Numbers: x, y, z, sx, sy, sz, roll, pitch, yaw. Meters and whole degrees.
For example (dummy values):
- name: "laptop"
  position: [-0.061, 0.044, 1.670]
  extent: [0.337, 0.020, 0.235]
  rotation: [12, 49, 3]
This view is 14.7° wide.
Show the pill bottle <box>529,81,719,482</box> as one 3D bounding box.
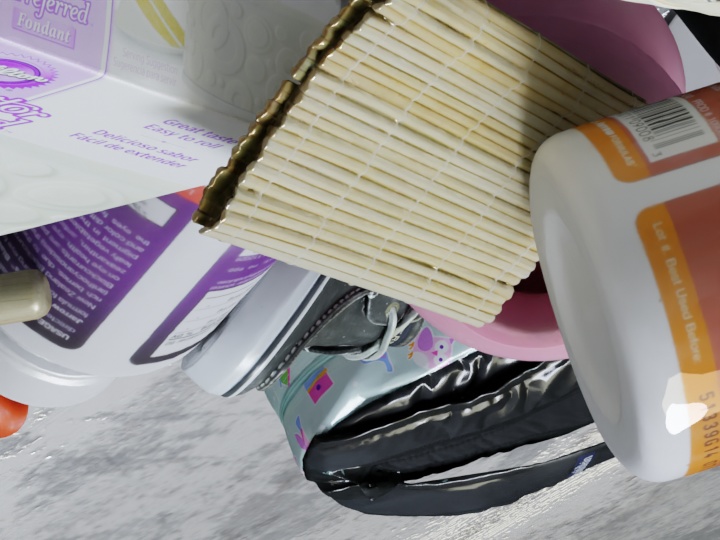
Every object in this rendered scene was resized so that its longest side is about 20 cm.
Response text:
- name: "pill bottle"
  position: [0.161, -0.015, 0.858]
  extent: [0.199, 0.113, 0.112]
  rotation: [-17, 160, -6]

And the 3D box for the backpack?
- name: "backpack"
  position: [0.050, 0.030, 1.310]
  extent: [0.199, 0.127, 0.167]
  rotation: [-22, 149, -2]

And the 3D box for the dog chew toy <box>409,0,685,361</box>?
- name: "dog chew toy"
  position: [0.067, -0.059, 1.030]
  extent: [0.124, 0.200, 0.125]
  rotation: [3, 127, 5]

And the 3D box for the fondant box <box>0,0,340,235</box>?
- name: "fondant box"
  position: [-0.125, -0.060, 0.832]
  extent: [0.199, 0.059, 0.144]
  rotation: [-13, 159, 43]

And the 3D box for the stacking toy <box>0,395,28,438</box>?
- name: "stacking toy"
  position: [-0.195, 0.066, 1.214]
  extent: [0.200, 0.086, 0.085]
  rotation: [-35, 159, 10]

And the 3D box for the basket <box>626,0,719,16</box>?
- name: "basket"
  position: [0.123, -0.172, 0.796]
  extent: [0.176, 0.201, 0.139]
  rotation: [1, -168, -45]

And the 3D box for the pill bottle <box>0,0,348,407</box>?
- name: "pill bottle"
  position: [-0.081, -0.030, 1.018]
  extent: [0.111, 0.112, 0.200]
  rotation: [-8, 156, -36]

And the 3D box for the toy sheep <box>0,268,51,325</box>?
- name: "toy sheep"
  position: [-0.207, 0.021, 0.983]
  extent: [0.199, 0.139, 0.138]
  rotation: [-3, 163, 9]

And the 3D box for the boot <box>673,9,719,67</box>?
- name: "boot"
  position: [0.056, -0.114, 0.878]
  extent: [0.199, 0.165, 0.066]
  rotation: [-6, 149, -42]

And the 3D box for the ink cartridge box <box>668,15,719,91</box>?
- name: "ink cartridge box"
  position: [0.203, -0.106, 1.211]
  extent: [0.115, 0.068, 0.200]
  rotation: [-14, 159, -24]

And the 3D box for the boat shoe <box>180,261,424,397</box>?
- name: "boat shoe"
  position: [0.000, 0.000, 1.124]
  extent: [0.072, 0.071, 0.200]
  rotation: [-39, -174, 40]

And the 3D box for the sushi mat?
- name: "sushi mat"
  position: [0.025, -0.033, 0.842]
  extent: [0.096, 0.012, 0.200]
  rotation: [-51, 154, 10]
